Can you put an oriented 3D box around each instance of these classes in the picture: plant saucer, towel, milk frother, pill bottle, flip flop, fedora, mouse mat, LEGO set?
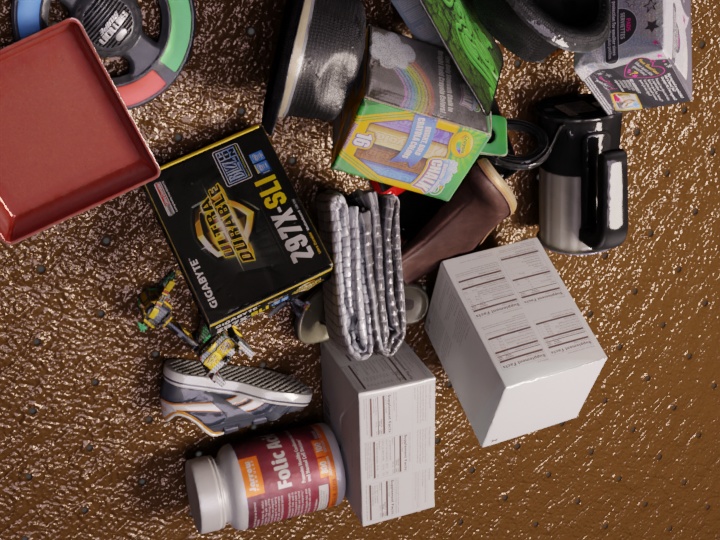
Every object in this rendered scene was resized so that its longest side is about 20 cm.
[{"bbox_3d":[-0.346,-0.151,1.100,0.197,0.037,0.202,-24,124,1],"label":"plant saucer"},{"bbox_3d":[0.000,0.000,1.239,0.084,0.166,0.204,-5,94,-9],"label":"towel"},{"bbox_3d":[0.250,-0.116,1.341,0.196,0.181,0.191,-2,115,6],"label":"milk frother"},{"bbox_3d":[-0.129,0.279,1.361,0.197,0.114,0.116,-10,116,-20],"label":"pill bottle"},{"bbox_3d":[0.007,0.059,1.356,0.197,0.058,0.083,-4,114,-22],"label":"flip flop"},{"bbox_3d":[0.190,-0.314,1.155,0.198,0.204,0.092,12,148,-27],"label":"fedora"},{"bbox_3d":[-0.046,-0.241,1.122,0.090,0.201,0.204,13,107,-10],"label":"fedora"},{"bbox_3d":[0.107,-0.287,1.138,0.007,0.162,0.201,-20,118,28],"label":"mouse mat"},{"bbox_3d":[-0.167,0.041,1.237,0.199,0.116,0.155,-38,122,-5],"label":"LEGO set"}]

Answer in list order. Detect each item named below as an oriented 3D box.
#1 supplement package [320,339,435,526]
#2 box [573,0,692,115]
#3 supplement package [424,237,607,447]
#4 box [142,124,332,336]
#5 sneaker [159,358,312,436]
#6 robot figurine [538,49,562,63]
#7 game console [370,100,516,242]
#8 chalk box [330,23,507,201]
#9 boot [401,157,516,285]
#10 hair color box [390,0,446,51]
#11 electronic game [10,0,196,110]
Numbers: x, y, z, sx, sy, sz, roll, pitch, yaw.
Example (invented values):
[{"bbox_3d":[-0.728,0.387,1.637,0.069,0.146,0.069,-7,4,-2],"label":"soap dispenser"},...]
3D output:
[{"bbox_3d":[0.023,0.205,1.370,0.109,0.156,0.203,-9,115,-18],"label":"supplement package"},{"bbox_3d":[0.332,-0.315,1.230,0.132,0.113,0.204,31,58,-53],"label":"box"},{"bbox_3d":[0.198,0.094,1.347,0.148,0.202,0.153,-14,146,-17],"label":"supplement package"},{"bbox_3d":[-0.143,-0.049,1.178,0.158,0.202,0.049,-24,164,-14],"label":"box"},{"bbox_3d":[-0.164,0.169,1.320,0.197,0.078,0.081,11,103,-15],"label":"sneaker"},{"bbox_3d":[0.224,-0.357,1.271,0.145,0.058,0.200,-42,121,-1],"label":"robot figurine"},{"bbox_3d":[0.102,-0.155,1.328,0.198,0.031,0.178,-32,126,-7],"label":"game console"},{"bbox_3d":[0.077,-0.175,1.188,0.197,0.126,0.124,15,141,-15],"label":"chalk box"},{"bbox_3d":[0.114,-0.052,1.292,0.165,0.073,0.200,-36,164,-4],"label":"boot"},{"bbox_3d":[0.062,-0.351,1.172,0.060,0.100,0.201,-20,127,28],"label":"hair color box"},{"bbox_3d":[-0.275,-0.271,1.099,0.197,0.042,0.203,-9,115,-20],"label":"electronic game"}]
